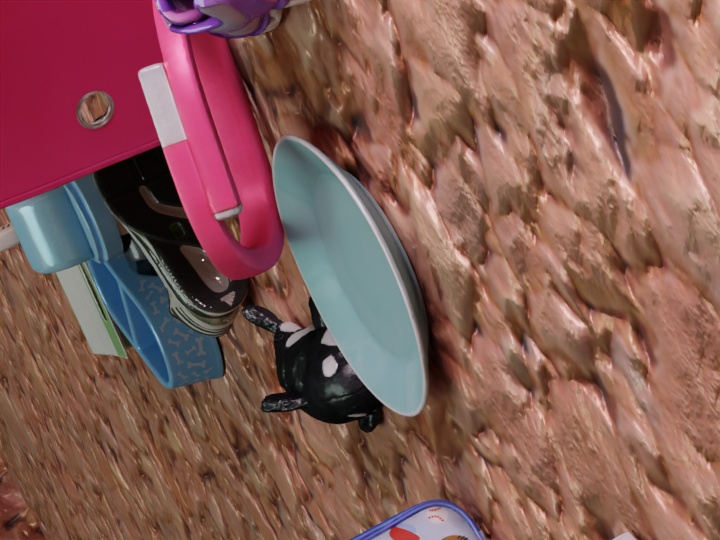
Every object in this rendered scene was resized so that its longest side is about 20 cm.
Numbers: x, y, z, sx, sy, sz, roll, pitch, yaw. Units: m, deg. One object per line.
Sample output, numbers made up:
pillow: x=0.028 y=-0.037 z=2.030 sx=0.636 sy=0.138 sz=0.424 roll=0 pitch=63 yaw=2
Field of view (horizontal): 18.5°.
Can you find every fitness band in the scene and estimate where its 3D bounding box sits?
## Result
fitness band: x=-0.097 y=-0.093 z=1.474 sx=0.144 sy=0.037 sz=0.201 roll=-42 pitch=-65 yaw=-76

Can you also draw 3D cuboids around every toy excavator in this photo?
toy excavator: x=-0.287 y=-0.039 z=1.933 sx=0.194 sy=0.199 sz=0.100 roll=18 pitch=131 yaw=67

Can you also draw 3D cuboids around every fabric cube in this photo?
fabric cube: x=-0.234 y=-0.197 z=1.566 sx=0.200 sy=0.195 sz=0.200 roll=44 pitch=152 yaw=50

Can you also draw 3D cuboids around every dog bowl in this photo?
dog bowl: x=-0.191 y=0.031 z=2.007 sx=0.200 sy=0.049 sz=0.112 roll=48 pitch=157 yaw=44

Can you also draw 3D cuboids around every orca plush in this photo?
orca plush: x=-0.048 y=0.070 z=1.599 sx=0.200 sy=0.071 sz=0.106 roll=39 pitch=150 yaw=55

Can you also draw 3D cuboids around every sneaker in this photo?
sneaker: x=-0.089 y=-0.176 z=1.347 sx=0.081 sy=0.088 sz=0.200 roll=63 pitch=166 yaw=-5
sneaker: x=-0.165 y=-0.027 z=1.800 sx=0.201 sy=0.075 sz=0.116 roll=57 pitch=160 yaw=16

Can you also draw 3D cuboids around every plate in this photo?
plate: x=0.000 y=0.000 z=1.438 sx=0.201 sy=0.025 sz=0.201 roll=56 pitch=161 yaw=30

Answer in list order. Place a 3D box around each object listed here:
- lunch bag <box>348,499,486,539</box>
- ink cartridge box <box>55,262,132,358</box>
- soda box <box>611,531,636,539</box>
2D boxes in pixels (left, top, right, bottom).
lunch bag: x=0.042 y=0.266 z=1.456 sx=0.201 sy=0.159 sz=0.076 roll=60 pitch=163 yaw=17
ink cartridge box: x=-0.259 y=0.012 z=2.184 sx=0.146 sy=0.048 sz=0.200 roll=66 pitch=163 yaw=-6
soda box: x=0.155 y=0.250 z=1.266 sx=0.068 sy=0.063 sz=0.201 roll=46 pitch=154 yaw=47
